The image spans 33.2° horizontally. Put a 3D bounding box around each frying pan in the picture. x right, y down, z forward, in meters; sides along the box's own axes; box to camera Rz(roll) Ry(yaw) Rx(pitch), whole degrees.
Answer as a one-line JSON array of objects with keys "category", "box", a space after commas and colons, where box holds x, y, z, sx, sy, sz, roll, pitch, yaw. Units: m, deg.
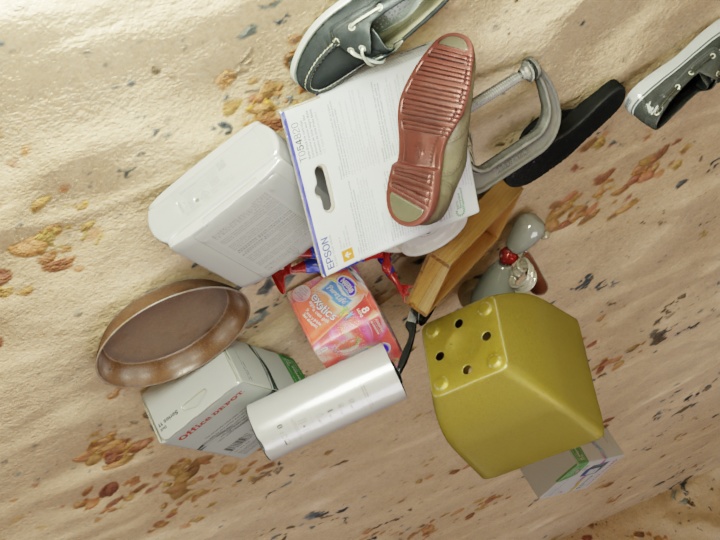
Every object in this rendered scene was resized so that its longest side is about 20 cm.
[{"category": "frying pan", "box": [0.084, 0.056, 1.662, 0.190, 0.031, 0.115, -69, 165, 3]}]

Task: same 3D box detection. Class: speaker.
[{"category": "speaker", "box": [-0.042, 0.169, 1.559, 0.200, 0.081, 0.081, -26, 154, 1]}]

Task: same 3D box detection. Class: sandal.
[{"category": "sandal", "box": [0.248, -0.175, 1.519, 0.200, 0.048, 0.075, -38, 154, -14]}]

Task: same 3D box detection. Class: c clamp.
[{"category": "c clamp", "box": [0.150, -0.176, 1.362, 0.200, 0.027, 0.171, -29, 121, -25]}]

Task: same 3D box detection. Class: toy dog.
[{"category": "toy dog", "box": [0.226, 0.015, 1.750, 0.096, 0.132, 0.200, 13, 144, -25]}]

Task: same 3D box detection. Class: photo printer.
[{"category": "photo printer", "box": [-0.112, -0.063, 1.302, 0.166, 0.069, 0.200, -37, 153, 10]}]

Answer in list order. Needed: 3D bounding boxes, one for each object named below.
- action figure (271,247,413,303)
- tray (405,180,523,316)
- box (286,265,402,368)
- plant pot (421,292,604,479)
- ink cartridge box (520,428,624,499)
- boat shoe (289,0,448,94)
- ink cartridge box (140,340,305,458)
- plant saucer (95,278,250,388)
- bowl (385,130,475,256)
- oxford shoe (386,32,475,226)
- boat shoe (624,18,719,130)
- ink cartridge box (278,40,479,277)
[{"category": "action figure", "box": [0.000, 0.000, 1.504, 0.200, 0.099, 0.065, -19, 152, -28]}, {"category": "tray", "box": [0.134, -0.034, 1.548, 0.200, 0.037, 0.099, -43, 162, -42]}, {"category": "box", "box": [-0.014, 0.080, 1.621, 0.103, 0.095, 0.200, -28, 154, -1]}, {"category": "plant pot", "box": [0.187, 0.138, 1.646, 0.194, 0.196, 0.200, -25, 140, 24]}, {"category": "ink cartridge box", "box": [0.493, 0.445, 2.797, 0.200, 0.088, 0.145, -1, 141, -48]}, {"category": "boat shoe", "box": [0.013, -0.232, 1.146, 0.200, 0.060, 0.076, -45, 151, 26]}, {"category": "ink cartridge box", "box": [-0.176, 0.174, 1.631, 0.147, 0.083, 0.200, -38, 153, 14]}, {"category": "plant saucer", "box": [-0.230, 0.071, 1.454, 0.200, 0.035, 0.200, -24, 152, -13]}, {"category": "bowl", "box": [0.067, -0.079, 1.424, 0.201, 0.094, 0.201, -25, 156, -12]}, {"category": "oxford shoe", "box": [0.080, -0.143, 1.240, 0.075, 0.070, 0.200, -1, 110, -59]}, {"category": "boat shoe", "box": [0.429, -0.252, 1.536, 0.200, 0.057, 0.069, -38, 155, -1]}, {"category": "ink cartridge box", "box": [0.019, -0.117, 1.270, 0.200, 0.041, 0.200, -23, 120, -18]}]
